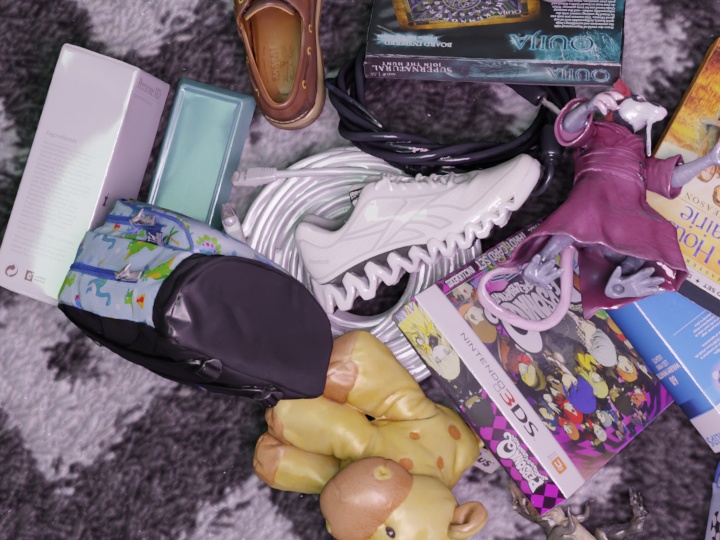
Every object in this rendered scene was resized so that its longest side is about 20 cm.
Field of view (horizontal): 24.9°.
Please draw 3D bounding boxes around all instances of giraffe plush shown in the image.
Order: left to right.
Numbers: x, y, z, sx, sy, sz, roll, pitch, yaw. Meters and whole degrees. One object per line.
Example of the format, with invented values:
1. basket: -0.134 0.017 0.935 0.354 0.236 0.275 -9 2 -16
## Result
1. giraffe plush: 0.020 0.167 1.225 0.199 0.162 0.173 14 123 -8

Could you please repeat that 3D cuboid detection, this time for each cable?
1. cable: 0.000 0.000 1.307 0.199 0.069 0.201 -12 86 6
2. cable: 0.071 -0.139 1.283 0.199 0.051 0.164 14 61 5

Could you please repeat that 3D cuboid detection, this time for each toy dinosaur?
1. toy dinosaur: 0.199 0.229 1.279 0.088 0.047 0.200 -37 83 20

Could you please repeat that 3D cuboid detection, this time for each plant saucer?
1. plant saucer: -0.147 -0.058 1.356 0.070 0.019 0.201 16 91 9

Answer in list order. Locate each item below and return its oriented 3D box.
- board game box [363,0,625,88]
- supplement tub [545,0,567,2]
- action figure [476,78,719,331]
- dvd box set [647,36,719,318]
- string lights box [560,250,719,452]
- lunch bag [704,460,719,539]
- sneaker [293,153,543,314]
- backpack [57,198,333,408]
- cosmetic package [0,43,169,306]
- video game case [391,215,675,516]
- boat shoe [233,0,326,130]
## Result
1. board game box: 0.109 -0.203 1.285 0.199 0.028 0.136 4 52 9
2. supplement tub: 0.202 -0.306 1.238 0.200 0.145 0.145 -27 84 -10
3. action figure: 0.183 -0.053 1.177 0.134 0.200 0.149 30 135 -16
4. dvd box set: 0.291 -0.064 1.242 0.146 0.029 0.200 32 69 2
5. string lights box: 0.257 0.028 1.256 0.103 0.059 0.200 -35 83 -17
6. lunch bag: 0.342 0.231 1.233 0.160 0.076 0.201 6 90 -12
7. sneaker: 0.040 -0.042 1.214 0.200 0.075 0.081 -27 96 13
8. backpack: -0.137 0.022 1.231 0.200 0.163 0.154 -7 67 44
9. cosmetic package: -0.225 -0.074 1.327 0.074 0.102 0.201 18 91 8
10. video game case: 0.138 0.065 1.227 0.181 0.200 0.036 54 130 7
11. boat shoe: -0.068 -0.217 1.326 0.072 0.068 0.201 -9 86 8
